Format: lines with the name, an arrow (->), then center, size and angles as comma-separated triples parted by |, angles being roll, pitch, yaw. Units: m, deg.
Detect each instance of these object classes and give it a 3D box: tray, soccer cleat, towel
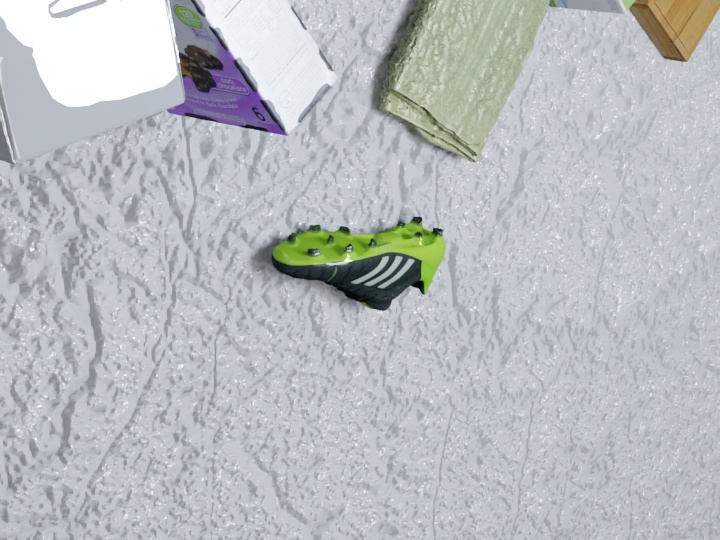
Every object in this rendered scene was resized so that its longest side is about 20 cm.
tray -> 0.367, -0.335, 1.753 | 0.099, 0.037, 0.201 | 43, 72, -40
soccer cleat -> 0.000, 0.000, 1.510 | 0.199, 0.067, 0.082 | -6, 119, -40
towel -> 0.100, -0.217, 1.553 | 0.148, 0.036, 0.201 | 29, 83, -41

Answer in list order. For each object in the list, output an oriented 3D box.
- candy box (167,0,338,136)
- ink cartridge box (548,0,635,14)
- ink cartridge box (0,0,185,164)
candy box -> -0.136, -0.207, 1.261 | 0.072, 0.167, 0.200 | -51, 128, -20
ink cartridge box -> 0.241, -0.319, 1.536 | 0.076, 0.199, 0.148 | -49, 128, -19
ink cartridge box -> -0.246, -0.179, 1.151 | 0.146, 0.199, 0.147 | -25, 117, -33
